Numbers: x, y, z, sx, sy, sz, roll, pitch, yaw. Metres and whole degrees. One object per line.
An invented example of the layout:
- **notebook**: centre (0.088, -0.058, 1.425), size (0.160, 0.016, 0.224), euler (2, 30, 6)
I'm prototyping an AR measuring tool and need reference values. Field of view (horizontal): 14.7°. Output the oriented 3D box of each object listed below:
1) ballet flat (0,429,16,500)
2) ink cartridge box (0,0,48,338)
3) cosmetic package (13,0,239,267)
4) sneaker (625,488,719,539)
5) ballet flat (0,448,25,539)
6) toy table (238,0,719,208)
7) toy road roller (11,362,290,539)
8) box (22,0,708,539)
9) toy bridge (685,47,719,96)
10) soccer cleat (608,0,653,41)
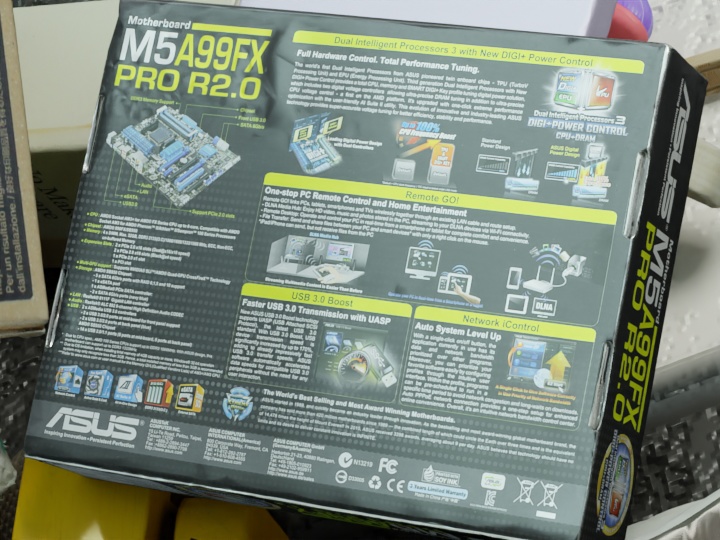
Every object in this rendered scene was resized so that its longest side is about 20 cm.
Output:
- **ballet flat**: centre (-0.201, 0.109, 0.982), size (0.200, 0.072, 0.072), euler (-35, 50, 17)
- **ink cartridge box**: centre (-0.194, -0.048, 0.976), size (0.200, 0.075, 0.166), euler (-12, 84, 54)
- **cosmetic package**: centre (-0.116, -0.053, 1.136), size (0.199, 0.105, 0.071), euler (-2, 62, 31)
- **sneaker**: centre (0.082, 0.123, 0.910), size (0.199, 0.085, 0.073), euler (-21, 75, -7)
- **ballet flat**: centre (-0.136, 0.130, 1.029), size (0.046, 0.067, 0.200), euler (-28, 25, 30)
- **toy table**: centre (0.036, -0.074, 0.991), size (0.184, 0.117, 0.200), euler (38, 95, 26)
- **toy road roller**: centre (-0.041, 0.119, 0.980), size (0.145, 0.123, 0.201), euler (-4, 64, 14)
- **box**: centre (0.000, 0.000, 0.900), size (0.199, 0.044, 0.161), euler (7, 80, 24)
- **toy bridge**: centre (0.092, -0.030, 1.048), size (0.200, 0.027, 0.067), euler (-39, 49, 4)
- **soccer cleat**: centre (0.038, -0.131, 1.121), size (0.199, 0.067, 0.077), euler (15, 66, 39)
